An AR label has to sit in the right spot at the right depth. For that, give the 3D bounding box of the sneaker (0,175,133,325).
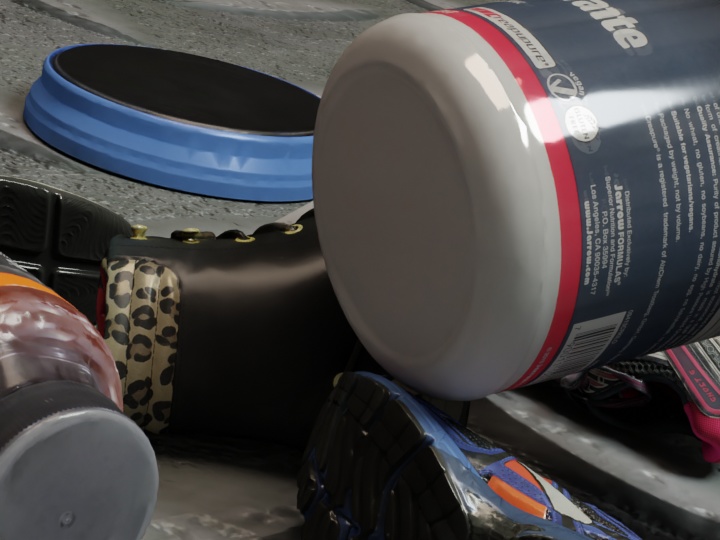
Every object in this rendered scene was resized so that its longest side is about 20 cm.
[{"bbox_3d":[-0.200,-0.026,0.882,0.199,0.076,0.115,4,21,-22],"label":"sneaker"}]

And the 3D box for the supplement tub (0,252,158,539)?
[{"bbox_3d":[-0.150,0.037,0.675,0.106,0.108,0.200,-3,24,-42],"label":"supplement tub"}]

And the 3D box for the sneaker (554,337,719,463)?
[{"bbox_3d":[0.107,0.030,0.957,0.199,0.075,0.081,14,-28,39],"label":"sneaker"}]

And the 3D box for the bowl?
[{"bbox_3d":[-0.104,-0.094,1.231,0.199,0.040,0.201,12,17,-4],"label":"bowl"}]

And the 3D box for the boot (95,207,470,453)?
[{"bbox_3d":[-0.029,-0.014,0.838,0.152,0.205,0.074,7,-26,-8],"label":"boot"}]

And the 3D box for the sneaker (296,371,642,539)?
[{"bbox_3d":[0.050,0.101,0.709,0.078,0.076,0.200,13,19,-46],"label":"sneaker"}]

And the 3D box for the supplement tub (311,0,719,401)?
[{"bbox_3d":[0.094,-0.037,0.765,0.199,0.141,0.140,-12,28,-30],"label":"supplement tub"}]

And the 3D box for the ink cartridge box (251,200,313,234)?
[{"bbox_3d":[0.000,0.000,0.928,0.199,0.039,0.099,-28,34,-18],"label":"ink cartridge box"}]
